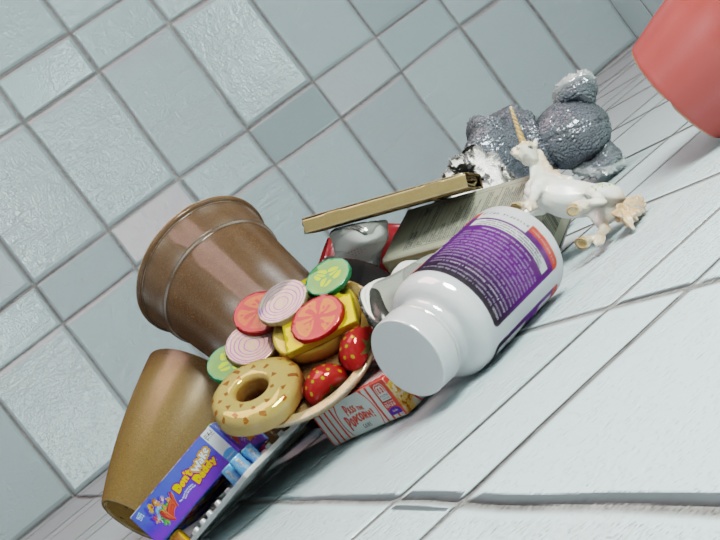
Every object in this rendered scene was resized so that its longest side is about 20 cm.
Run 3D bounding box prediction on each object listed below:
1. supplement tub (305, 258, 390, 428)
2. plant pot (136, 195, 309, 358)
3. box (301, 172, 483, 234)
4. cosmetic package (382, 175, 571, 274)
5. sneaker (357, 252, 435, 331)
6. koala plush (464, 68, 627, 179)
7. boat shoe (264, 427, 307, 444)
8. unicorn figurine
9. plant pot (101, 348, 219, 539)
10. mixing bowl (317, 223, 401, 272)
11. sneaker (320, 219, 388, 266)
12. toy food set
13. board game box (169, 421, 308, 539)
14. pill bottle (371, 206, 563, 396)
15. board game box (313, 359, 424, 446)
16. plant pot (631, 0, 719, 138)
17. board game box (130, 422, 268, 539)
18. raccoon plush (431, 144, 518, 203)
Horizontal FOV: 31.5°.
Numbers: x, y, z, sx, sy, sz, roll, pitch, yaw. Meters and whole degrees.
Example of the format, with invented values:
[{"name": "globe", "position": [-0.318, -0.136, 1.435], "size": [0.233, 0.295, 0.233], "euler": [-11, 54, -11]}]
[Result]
[{"name": "supplement tub", "position": [-0.030, 0.090, 1.480], "size": [0.107, 0.107, 0.200], "euler": [-42, -17, -55]}, {"name": "plant pot", "position": [-0.141, 0.040, 1.586], "size": [0.200, 0.198, 0.201], "euler": [-28, -43, -30]}, {"name": "box", "position": [0.042, -0.082, 1.528], "size": [0.199, 0.021, 0.163], "euler": [-16, 0, 13]}, {"name": "cosmetic package", "position": [0.135, -0.037, 1.485], "size": [0.199, 0.071, 0.105], "euler": [-14, 33, 36]}, {"name": "sneaker", "position": [0.058, 0.023, 1.312], "size": [0.079, 0.074, 0.200], "euler": [-30, 7, 27]}, {"name": "koala plush", "position": [0.260, -0.173, 1.776], "size": [0.199, 0.178, 0.184], "euler": [-18, -9, 20]}, {"name": "boat shoe", "position": [-0.084, 0.180, 1.609], "size": [0.200, 0.072, 0.072], "euler": [-46, -24, -20]}, {"name": "unicorn figurine", "position": [0.212, -0.083, 1.367], "size": [0.137, 0.199, 0.074], "euler": [-42, -29, -47]}, {"name": "plant pot", "position": [-0.239, 0.234, 1.630], "size": [0.186, 0.186, 0.200], "euler": [-32, 25, 56]}, {"name": "mixing bowl", "position": [-0.006, 0.016, 1.718], "size": [0.200, 0.108, 0.201], "euler": [-162, 90, -84]}, {"name": "sneaker", "position": [0.000, 0.000, 1.538], "size": [0.074, 0.087, 0.200], "euler": [-9, -21, -11]}, {"name": "toy food set", "position": [-0.071, 0.079, 1.334], "size": [0.199, 0.049, 0.198], "euler": [-27, 39, 10]}, {"name": "board game box", "position": [-0.118, 0.211, 1.392], "size": [0.200, 0.026, 0.200], "euler": [-53, -7, 39]}, {"name": "pill bottle", "position": [0.100, 0.031, 1.217], "size": [0.200, 0.112, 0.111], "euler": [-40, 5, -40]}, {"name": "board game box", "position": [0.058, 0.094, 1.348], "size": [0.200, 0.046, 0.151], "euler": [-41, 5, -37]}, {"name": "plant pot", "position": [0.407, -0.254, 1.388], "size": [0.177, 0.200, 0.200], "euler": [-47, -1, 26]}, {"name": "board game box", "position": [-0.178, 0.233, 1.454], "size": [0.135, 0.045, 0.200], "euler": [-49, -6, 0]}, {"name": "raccoon plush", "position": [0.175, -0.075, 1.676], "size": [0.097, 0.200, 0.134], "euler": [-49, -18, -13]}]
